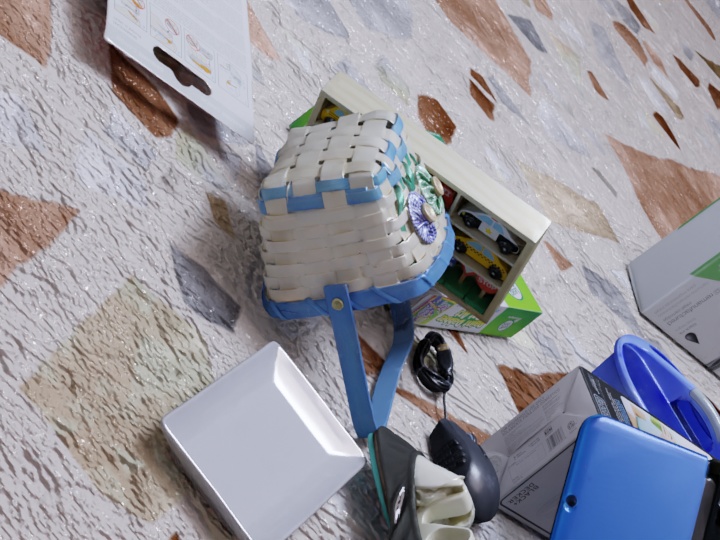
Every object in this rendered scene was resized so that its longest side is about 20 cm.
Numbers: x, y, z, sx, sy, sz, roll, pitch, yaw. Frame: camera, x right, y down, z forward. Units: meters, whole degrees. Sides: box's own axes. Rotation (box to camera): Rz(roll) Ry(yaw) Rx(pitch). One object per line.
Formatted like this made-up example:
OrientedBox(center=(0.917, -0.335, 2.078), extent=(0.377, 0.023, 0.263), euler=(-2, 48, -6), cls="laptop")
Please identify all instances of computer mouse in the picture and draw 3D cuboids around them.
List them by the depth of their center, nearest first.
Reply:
OrientedBox(center=(0.076, 0.114, 1.688), extent=(0.059, 0.034, 0.200), euler=(34, 28, -34), cls="computer mouse")

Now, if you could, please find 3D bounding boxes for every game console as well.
OrientedBox(center=(0.210, 0.235, 1.650), extent=(0.171, 0.118, 0.201), euler=(62, 43, -62), cls="game console")

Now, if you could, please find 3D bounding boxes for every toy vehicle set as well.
OrientedBox(center=(0.041, -0.054, 1.693), extent=(0.200, 0.124, 0.027), euler=(36, 56, 7), cls="toy vehicle set")

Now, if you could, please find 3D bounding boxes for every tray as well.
OrientedBox(center=(-0.065, 0.116, 1.436), extent=(0.108, 0.022, 0.200), euler=(53, 23, 1), cls="tray")

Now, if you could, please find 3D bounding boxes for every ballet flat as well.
OrientedBox(center=(0.044, 0.178, 1.484), extent=(0.200, 0.068, 0.068), euler=(-93, 168, -51), cls="ballet flat")

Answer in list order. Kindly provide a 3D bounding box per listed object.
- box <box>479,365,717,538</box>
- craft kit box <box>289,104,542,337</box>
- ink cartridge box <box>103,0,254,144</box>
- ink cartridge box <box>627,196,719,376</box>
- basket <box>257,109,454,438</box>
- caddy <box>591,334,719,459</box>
OrientedBox(center=(0.199, 0.169, 1.734), extent=(0.200, 0.117, 0.060), euler=(33, 26, -35), cls="box")
OrientedBox(center=(0.048, -0.040, 1.853), extent=(0.200, 0.048, 0.198), euler=(9, 50, -58), cls="craft kit box")
OrientedBox(center=(-0.154, -0.195, 1.713), extent=(0.162, 0.050, 0.201), euler=(35, 37, -36), cls="ink cartridge box")
OrientedBox(center=(0.396, 0.029, 2.264), extent=(0.200, 0.146, 0.085), euler=(37, 28, -31), cls="ink cartridge box")
OrientedBox(center=(0.000, 0.000, 1.603), extent=(0.177, 0.138, 0.201), euler=(-73, 156, -62), cls="basket")
OrientedBox(center=(0.264, 0.150, 1.890), extent=(0.141, 0.105, 0.200), euler=(8, 48, -60), cls="caddy")
